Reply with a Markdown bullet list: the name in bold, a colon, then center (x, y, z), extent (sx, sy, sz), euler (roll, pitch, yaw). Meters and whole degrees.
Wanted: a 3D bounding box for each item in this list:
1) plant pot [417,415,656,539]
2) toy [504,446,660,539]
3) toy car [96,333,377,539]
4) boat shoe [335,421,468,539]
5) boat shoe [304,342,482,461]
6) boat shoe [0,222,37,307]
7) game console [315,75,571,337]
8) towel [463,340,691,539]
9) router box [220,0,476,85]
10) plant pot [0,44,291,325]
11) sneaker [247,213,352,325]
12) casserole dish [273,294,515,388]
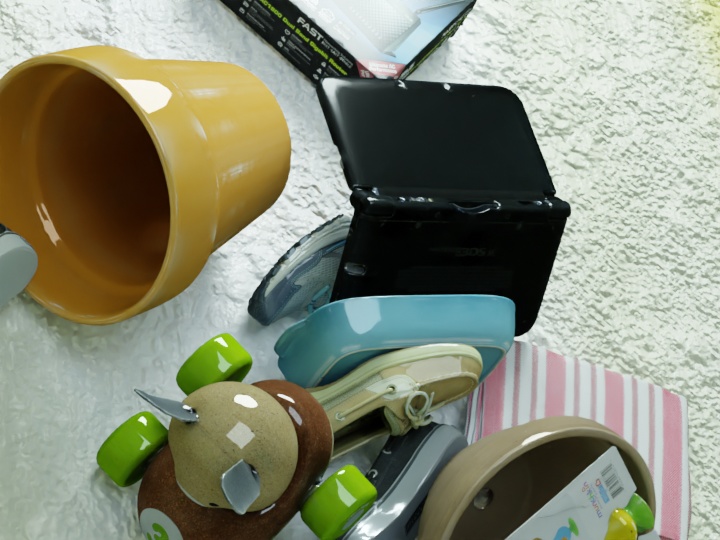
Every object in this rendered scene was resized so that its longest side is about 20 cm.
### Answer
- **plant pot**: center (0.114, 0.187, 1.708), extent (0.201, 0.201, 0.093), euler (-9, 28, -29)
- **toy**: center (0.127, 0.226, 1.642), extent (0.200, 0.047, 0.115), euler (-35, 110, -23)
- **toy car**: center (-0.099, 0.136, 1.581), extent (0.158, 0.200, 0.164), euler (-45, 78, 0)
- **boat shoe**: center (0.008, 0.185, 1.715), extent (0.057, 0.069, 0.200), euler (21, 49, 26)
- **boat shoe**: center (0.000, 0.112, 1.709), extent (0.200, 0.073, 0.063), euler (-17, 62, -6)
- **boat shoe**: center (-0.327, 0.026, 1.651), extent (0.200, 0.071, 0.064), euler (-34, 57, -32)
- **game console**: center (0.052, -0.047, 1.805), extent (0.200, 0.176, 0.116), euler (0, 26, -34)
- **towel**: center (0.173, 0.138, 1.836), extent (0.200, 0.030, 0.147), euler (18, 53, -15)
- **router box**: center (-0.021, -0.242, 1.948), extent (0.200, 0.062, 0.150), euler (41, 52, 3)
- **plant pot**: center (-0.155, -0.079, 1.725), extent (0.200, 0.200, 0.183), euler (53, 38, 11)
- **sneaker**: center (0.000, 0.000, 1.807), extent (0.200, 0.078, 0.086), euler (-32, 81, -35)
- **casserole dish**: center (0.031, 0.064, 1.752), extent (0.200, 0.121, 0.039), euler (0, 58, -27)
